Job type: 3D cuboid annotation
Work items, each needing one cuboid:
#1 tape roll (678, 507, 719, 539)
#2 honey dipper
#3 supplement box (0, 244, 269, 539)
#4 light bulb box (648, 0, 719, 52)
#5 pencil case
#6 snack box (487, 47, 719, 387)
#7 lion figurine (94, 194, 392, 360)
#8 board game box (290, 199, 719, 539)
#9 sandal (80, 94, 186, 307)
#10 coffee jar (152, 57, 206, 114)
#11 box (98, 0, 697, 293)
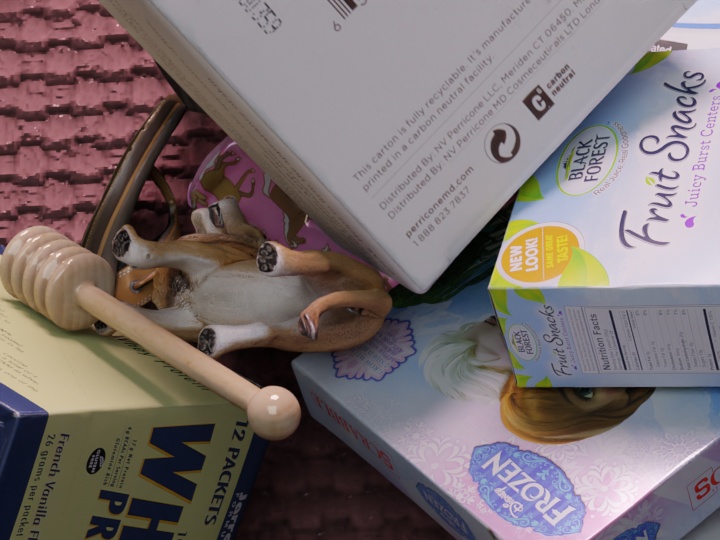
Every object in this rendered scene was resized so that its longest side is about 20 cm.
[{"bbox_3d":[0.147,0.206,1.017,0.201,0.071,0.204,10,115,22],"label":"tape roll"},{"bbox_3d":[-0.091,0.027,0.978,0.200,0.038,0.038,26,75,44],"label":"honey dipper"},{"bbox_3d":[-0.183,0.083,1.034,0.199,0.199,0.135,27,102,28],"label":"supplement box"},{"bbox_3d":[0.193,-0.143,1.158,0.197,0.125,0.201,10,74,11],"label":"light bulb box"},{"bbox_3d":[0.000,0.000,1.160,0.086,0.083,0.200,-34,69,-32],"label":"pencil case"},{"bbox_3d":[0.173,-0.027,0.991,0.199,0.068,0.169,-3,41,21],"label":"snack box"},{"bbox_3d":[-0.042,0.013,1.040,0.199,0.122,0.073,19,99,49],"label":"lion figurine"},{"bbox_3d":[0.102,0.044,1.025,0.199,0.041,0.200,-36,42,-17],"label":"board game box"},{"bbox_3d":[-0.125,0.006,1.178,0.054,0.082,0.201,19,82,-10],"label":"sandal"},{"bbox_3d":[-0.011,-0.152,1.127,0.199,0.105,0.085,-21,54,-22],"label":"coffee jar"},{"bbox_3d":[0.011,-0.135,1.003,0.199,0.131,0.200,-46,112,-5],"label":"box"}]
